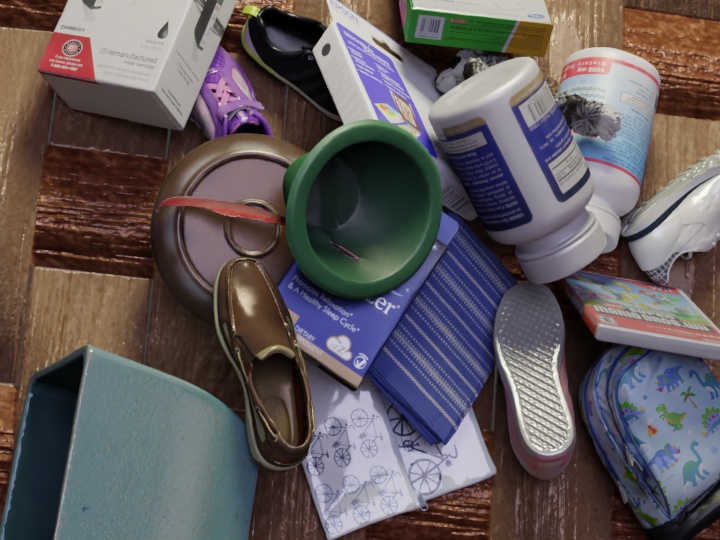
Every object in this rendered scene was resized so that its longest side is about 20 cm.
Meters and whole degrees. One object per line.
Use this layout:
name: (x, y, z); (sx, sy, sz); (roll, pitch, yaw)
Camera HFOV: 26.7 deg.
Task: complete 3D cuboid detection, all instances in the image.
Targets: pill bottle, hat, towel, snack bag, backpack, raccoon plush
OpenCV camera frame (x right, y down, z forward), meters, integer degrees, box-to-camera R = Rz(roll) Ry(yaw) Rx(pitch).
pill bottle: (0.161, -0.095, 1.495); (0.119, 0.119, 0.201); (-33, 106, -17)
hat: (-0.047, -0.077, 1.458); (0.199, 0.176, 0.167); (26, 88, -36)
pill bottle: (0.251, -0.126, 1.622); (0.108, 0.109, 0.202); (16, 72, -6)
towel: (0.085, 0.059, 1.547); (0.145, 0.024, 0.201); (47, 61, -23)
snack bag: (0.027, 0.156, 1.549); (0.198, 0.021, 0.190); (-16, 78, -14)
backpack: (0.313, 0.159, 1.549); (0.162, 0.154, 0.201); (-31, 70, -8)
raccoon plush: (0.174, -0.180, 1.602); (0.198, 0.097, 0.134); (19, 32, 2)

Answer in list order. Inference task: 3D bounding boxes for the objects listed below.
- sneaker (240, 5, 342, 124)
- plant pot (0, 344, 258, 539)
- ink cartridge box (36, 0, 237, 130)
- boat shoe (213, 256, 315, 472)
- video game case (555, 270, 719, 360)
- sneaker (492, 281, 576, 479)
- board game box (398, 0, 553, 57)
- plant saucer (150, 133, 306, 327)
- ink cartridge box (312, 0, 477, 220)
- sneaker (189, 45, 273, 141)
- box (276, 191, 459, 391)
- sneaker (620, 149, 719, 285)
sneaker: (-0.040, -0.217, 1.604); (0.198, 0.083, 0.072); (25, 72, -7)
plant pot: (-0.207, 0.200, 1.412); (0.198, 0.195, 0.199); (16, 71, -25)
ink cartridge box: (-0.220, -0.260, 1.559); (0.143, 0.084, 0.202); (12, 70, 23)
boat shoe: (-0.080, 0.078, 1.388); (0.074, 0.075, 0.204); (-12, 77, -23)
video game case: (0.285, 0.043, 1.545); (0.141, 0.200, 0.018); (10, 105, -8)
sneaker: (0.178, 0.119, 1.558); (0.074, 0.105, 0.202); (-7, 59, 3)
board game box: (0.115, -0.305, 1.626); (0.151, 0.041, 0.201); (5, 38, -9)
plant saucer: (-0.107, -0.039, 1.496); (0.198, 0.032, 0.203); (1, 83, -11)
ink cartridge box: (0.038, -0.167, 1.555); (0.197, 0.043, 0.201); (28, 34, -45)
sneaker: (-0.133, -0.160, 1.572); (0.080, 0.089, 0.202); (-22, 79, -14)
box: (0.000, 0.000, 1.474); (0.121, 0.032, 0.201); (33, 77, 1)
sneaker: (0.372, -0.068, 1.655); (0.199, 0.076, 0.081); (-36, 95, -13)
